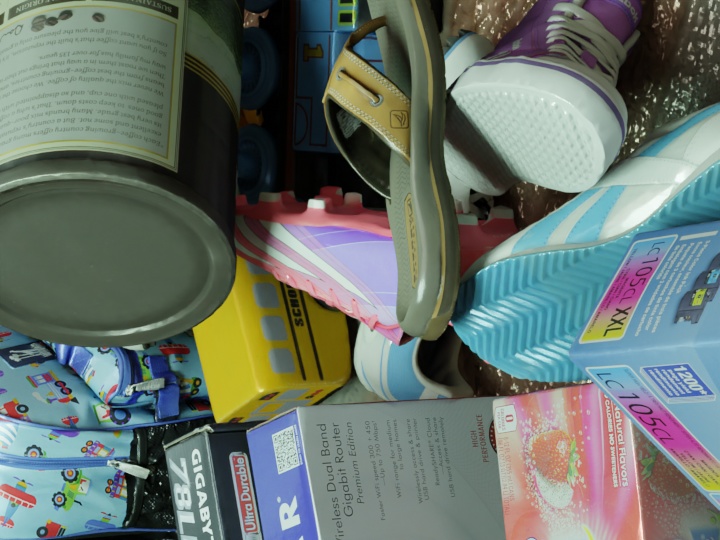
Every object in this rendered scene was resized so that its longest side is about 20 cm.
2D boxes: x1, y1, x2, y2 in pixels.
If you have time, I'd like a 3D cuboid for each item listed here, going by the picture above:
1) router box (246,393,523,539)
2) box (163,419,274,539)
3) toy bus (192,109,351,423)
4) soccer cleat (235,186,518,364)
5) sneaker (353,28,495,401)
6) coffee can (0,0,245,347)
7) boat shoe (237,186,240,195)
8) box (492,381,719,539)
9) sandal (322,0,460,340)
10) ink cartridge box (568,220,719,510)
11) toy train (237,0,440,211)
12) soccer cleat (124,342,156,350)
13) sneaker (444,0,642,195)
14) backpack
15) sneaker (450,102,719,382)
[{"bbox_3d":[0.045,0.165,1.254,0.049,0.178,0.202,-27,70,51],"label":"router box"},{"bbox_3d":[0.008,0.173,1.287,0.050,0.197,0.202,-27,69,49],"label":"box"},{"bbox_3d":[-0.063,-0.014,1.483,0.065,0.078,0.201,-36,62,47],"label":"toy bus"},{"bbox_3d":[0.000,0.000,1.304,0.199,0.066,0.077,6,99,41],"label":"soccer cleat"},{"bbox_3d":[0.049,-0.024,1.350,0.072,0.072,0.202,15,101,25],"label":"sneaker"},{"bbox_3d":[-0.132,-0.084,1.325,0.146,0.146,0.201,-43,36,45],"label":"coffee can"},{"bbox_3d":[-0.135,-0.065,1.462,0.200,0.061,0.075,45,123,42],"label":"boat shoe"},{"bbox_3d":[0.136,0.151,1.200,0.102,0.094,0.202,-13,80,52],"label":"box"},{"bbox_3d":[0.010,-0.065,1.218,0.082,0.054,0.202,120,147,-75],"label":"sandal"},{"bbox_3d":[0.204,0.042,1.063,0.199,0.136,0.077,-10,43,52],"label":"ink cartridge box"},{"bbox_3d":[-0.015,-0.109,1.415,0.114,0.086,0.202,6,95,47],"label":"toy train"},{"bbox_3d":[-0.145,-0.014,1.532,0.200,0.073,0.069,-82,-4,-65],"label":"soccer cleat"},{"bbox_3d":[0.097,-0.099,1.219,0.114,0.073,0.200,-47,12,-9],"label":"sneaker"},{"bbox_3d":[-0.182,0.084,1.543,0.182,0.199,0.136,37,121,48],"label":"backpack"},{"bbox_3d":[0.129,-0.015,1.189,0.199,0.081,0.077,-27,112,28],"label":"sneaker"}]
